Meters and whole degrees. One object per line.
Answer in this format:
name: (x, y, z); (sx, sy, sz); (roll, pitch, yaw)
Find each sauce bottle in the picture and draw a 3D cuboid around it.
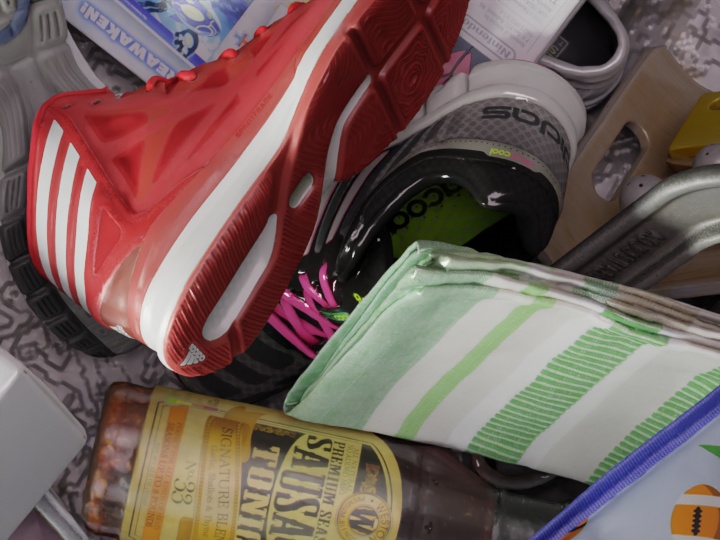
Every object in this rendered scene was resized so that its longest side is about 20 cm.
sauce bottle: (-0.007, 0.090, 1.019); (0.199, 0.066, 0.066); (10, 80, -2)

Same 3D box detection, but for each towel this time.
towel: (0.088, 0.047, 0.958); (0.199, 0.153, 0.023); (14, 62, -14)

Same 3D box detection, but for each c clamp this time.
c clamp: (0.157, 0.018, 0.942); (0.170, 0.200, 0.027); (25, 60, -23)

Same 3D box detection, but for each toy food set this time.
toy food set: (0.175, -0.058, 0.990); (0.144, 0.199, 0.061); (-54, 128, -45)

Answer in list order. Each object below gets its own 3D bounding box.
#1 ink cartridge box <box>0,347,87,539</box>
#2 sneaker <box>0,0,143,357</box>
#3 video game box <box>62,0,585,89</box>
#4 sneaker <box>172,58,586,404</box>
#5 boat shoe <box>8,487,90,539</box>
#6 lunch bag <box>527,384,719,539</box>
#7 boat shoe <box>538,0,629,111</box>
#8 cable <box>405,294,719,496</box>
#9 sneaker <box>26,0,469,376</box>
ink cartridge box: (-0.227, 0.050, 0.962); (0.200, 0.083, 0.145); (34, 80, 22)
sneaker: (-0.128, -0.061, 1.033); (0.074, 0.087, 0.201); (-23, 102, -11)
video game box: (-0.015, -0.130, 1.016); (0.200, 0.047, 0.182); (38, 118, 1)
sneaker: (0.000, 0.000, 0.990); (0.200, 0.088, 0.074); (-33, 117, 23)
boat shoe: (-0.135, 0.118, 1.005); (0.074, 0.065, 0.202); (-44, 87, -11)
lunch bag: (0.100, 0.153, 0.906); (0.200, 0.170, 0.124); (-33, 62, -13)
boat shoe: (0.027, -0.139, 1.063); (0.200, 0.065, 0.074); (32, 79, 0)
cable: (0.109, 0.036, 1.025); (0.199, 0.050, 0.098); (-7, 86, 17)
sneaker: (-0.051, -0.069, 0.952); (0.115, 0.078, 0.200); (27, 71, 27)
